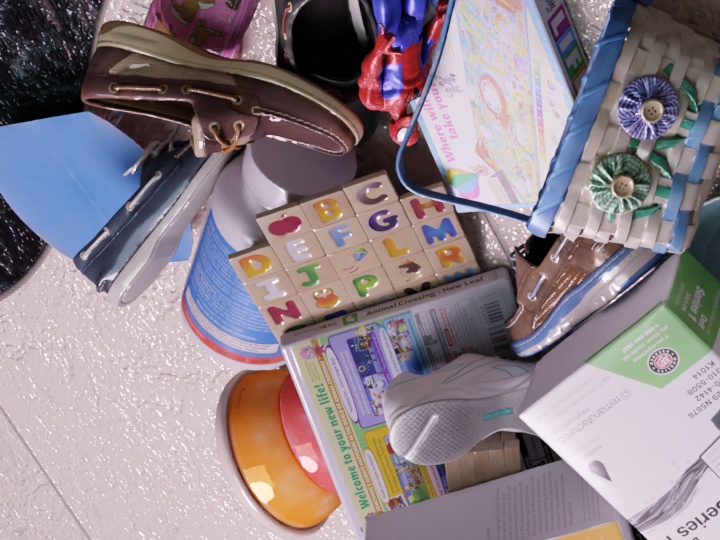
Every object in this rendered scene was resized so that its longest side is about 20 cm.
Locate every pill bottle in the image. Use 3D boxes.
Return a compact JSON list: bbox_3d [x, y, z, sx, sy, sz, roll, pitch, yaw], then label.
[{"bbox_3d":[-0.066,-0.023,1.692,0.112,0.112,0.200,32,140,8],"label":"pill bottle"}]

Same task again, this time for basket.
[{"bbox_3d":[0.138,-0.108,1.421,0.199,0.139,0.177,19,107,8],"label":"basket"}]

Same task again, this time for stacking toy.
[{"bbox_3d":[-0.005,0.120,1.786,0.200,0.146,0.146,-25,110,31],"label":"stacking toy"}]

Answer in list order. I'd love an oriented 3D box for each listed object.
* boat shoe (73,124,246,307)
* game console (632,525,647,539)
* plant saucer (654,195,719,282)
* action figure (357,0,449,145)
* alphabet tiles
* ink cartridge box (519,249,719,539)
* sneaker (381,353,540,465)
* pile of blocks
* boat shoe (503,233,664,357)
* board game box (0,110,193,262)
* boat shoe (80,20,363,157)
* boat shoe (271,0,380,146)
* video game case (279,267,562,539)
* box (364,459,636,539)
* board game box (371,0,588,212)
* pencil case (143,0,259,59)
[{"bbox_3d":[-0.147,-0.065,1.699,0.062,0.075,0.200,40,109,10],"label":"boat shoe"},{"bbox_3d":[0.330,0.203,1.606,0.200,0.172,0.119,50,165,-11],"label":"game console"},{"bbox_3d":[0.299,0.022,1.517,0.199,0.036,0.201,20,134,22],"label":"plant saucer"},{"bbox_3d":[0.027,-0.166,1.477,0.052,0.065,0.201,34,142,33],"label":"action figure"},{"bbox_3d":[0.000,0.000,1.644,0.166,0.006,0.200,-18,143,8],"label":"alphabet tiles"},{"bbox_3d":[0.232,0.108,1.515,0.200,0.084,0.146,43,121,-9],"label":"ink cartridge box"},{"bbox_3d":[0.112,0.089,1.657,0.199,0.080,0.071,-6,119,-10],"label":"sneaker"},{"bbox_3d":[0.127,0.194,1.734,0.082,0.062,0.200,-27,114,17],"label":"pile of blocks"},{"bbox_3d":[0.148,0.000,1.585,0.072,0.072,0.200,53,150,4],"label":"boat shoe"},{"bbox_3d":[-0.214,-0.074,1.815,0.199,0.039,0.158,-5,129,42],"label":"board game box"},{"bbox_3d":[-0.099,-0.109,1.545,0.199,0.072,0.072,20,164,1],"label":"boat shoe"},{"bbox_3d":[-0.021,-0.148,1.547,0.073,0.063,0.202,-18,145,-3],"label":"boat shoe"},{"bbox_3d":[0.053,0.106,1.719,0.181,0.022,0.201,-17,121,5],"label":"video game case"},{"bbox_3d":[0.115,0.232,1.664,0.199,0.098,0.125,-18,117,13],"label":"box"},{"bbox_3d":[0.093,-0.134,1.534,0.134,0.034,0.200,-2,125,37],"label":"board game box"},{"bbox_3d":[-0.105,-0.200,1.584,0.083,0.087,0.200,22,140,-6],"label":"pencil case"}]
